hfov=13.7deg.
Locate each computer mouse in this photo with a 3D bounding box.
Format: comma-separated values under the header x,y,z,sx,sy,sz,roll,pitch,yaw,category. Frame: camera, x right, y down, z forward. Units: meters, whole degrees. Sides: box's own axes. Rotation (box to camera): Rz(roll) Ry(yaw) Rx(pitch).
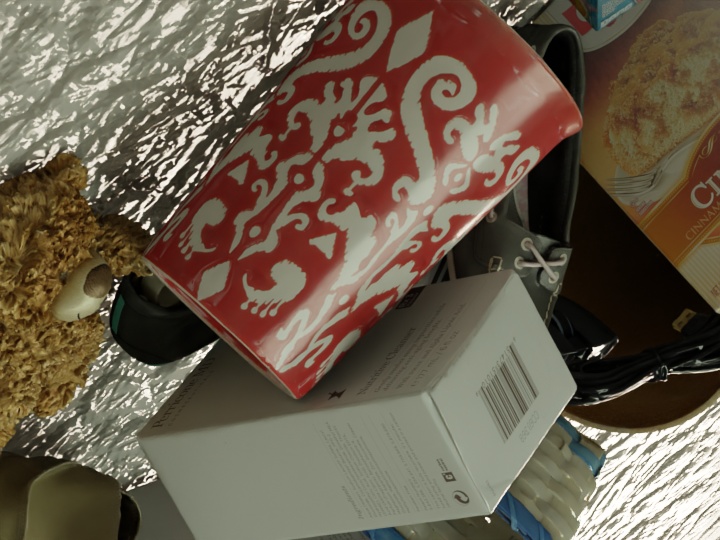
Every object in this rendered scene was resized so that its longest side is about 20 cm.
x,y,z,sx,sy,sz,roll,pitch,yaw,category
0.124,0.027,1.689,0.140,0.200,0.046,-12,104,-27,computer mouse

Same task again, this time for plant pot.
x,y,z,sx,sy,sz,roll,pitch,yaw,category
0.194,-0.020,1.855,0.200,0.186,0.187,-32,160,-55,plant pot

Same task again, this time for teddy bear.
x,y,z,sx,sy,sz,roll,pitch,yaw,category
-0.162,0.030,1.500,0.145,0.067,0.200,-21,151,-44,teddy bear

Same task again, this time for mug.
x,y,z,sx,sy,sz,roll,pitch,yaw,category
0.006,-0.033,1.501,0.200,0.133,0.178,-48,136,-6,mug

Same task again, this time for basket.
x,y,z,sx,sy,sz,roll,pitch,yaw,category
0.043,0.152,1.790,0.200,0.176,0.139,-48,-176,-36,basket

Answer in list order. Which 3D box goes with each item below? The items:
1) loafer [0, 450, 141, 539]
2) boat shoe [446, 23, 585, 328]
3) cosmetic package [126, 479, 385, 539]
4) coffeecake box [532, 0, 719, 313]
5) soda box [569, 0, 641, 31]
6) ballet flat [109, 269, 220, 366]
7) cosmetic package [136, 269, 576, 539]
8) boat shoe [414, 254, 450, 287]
x,y,z,sx,sy,sz,roll,pitch,yaw,category
-0.165,0.134,1.614,0.200,0.067,0.076,-32,127,-81,loafer
0.089,-0.043,1.614,0.057,0.201,0.067,-16,153,41,boat shoe
-0.088,0.181,1.836,0.200,0.108,0.085,-16,149,-42,cosmetic package
0.198,-0.095,1.663,0.154,0.200,0.073,-46,156,12,coffeecake box
0.182,-0.216,1.587,0.200,0.068,0.064,-35,157,-10,soda box
-0.046,-0.017,1.601,0.200,0.068,0.069,-34,148,-18,ballet flat
-0.003,0.074,1.541,0.199,0.081,0.113,-11,-152,37,cosmetic package
0.055,-0.010,1.666,0.072,0.071,0.200,-36,-158,54,boat shoe
